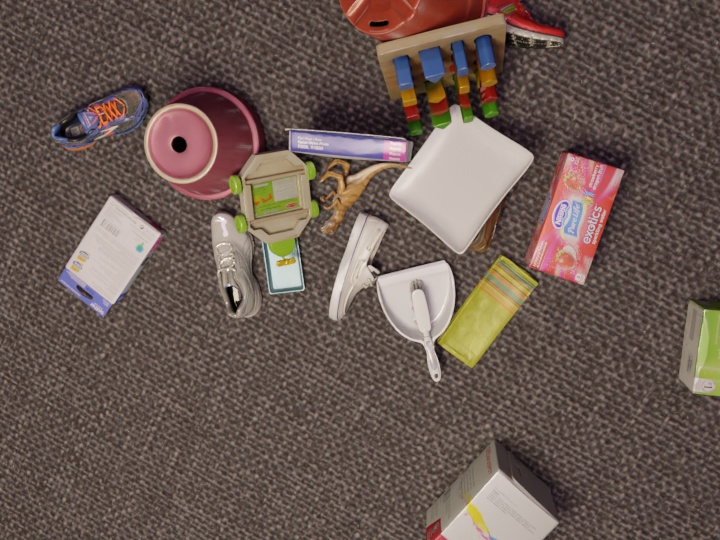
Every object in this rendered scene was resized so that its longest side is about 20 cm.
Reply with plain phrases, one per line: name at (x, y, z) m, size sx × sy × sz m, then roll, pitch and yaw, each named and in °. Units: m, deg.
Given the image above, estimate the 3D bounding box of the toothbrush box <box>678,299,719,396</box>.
toothbrush box at (0.661, 0.137, 1.287) m, size 0.197 × 0.086 × 0.148 m, roll 6°, pitch 100°, yaw 5°

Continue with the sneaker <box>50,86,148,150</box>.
sneaker at (-0.472, -0.271, 1.371) m, size 0.198 × 0.078 × 0.076 m, roll -27°, pitch 96°, yaw 11°

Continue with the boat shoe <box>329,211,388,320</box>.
boat shoe at (0.000, 0.000, 1.361) m, size 0.069 × 0.071 × 0.203 m, roll 19°, pitch 94°, yaw 7°

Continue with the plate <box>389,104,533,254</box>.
plate at (0.170, -0.155, 1.287) m, size 0.200 × 0.032 × 0.201 m, roll 42°, pitch 101°, yaw 35°

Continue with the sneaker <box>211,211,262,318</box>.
sneaker at (-0.230, -0.009, 1.378) m, size 0.073 × 0.087 × 0.203 m, roll -14°, pitch 96°, yaw 11°

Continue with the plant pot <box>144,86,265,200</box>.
plant pot at (-0.279, -0.218, 1.304) m, size 0.197 × 0.179 × 0.203 m, roll 1°, pitch 100°, yaw 6°

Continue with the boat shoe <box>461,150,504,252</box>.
boat shoe at (0.214, -0.132, 1.313) m, size 0.071 × 0.068 × 0.203 m, roll 13°, pitch 84°, yaw 40°

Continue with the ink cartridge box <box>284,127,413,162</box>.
ink cartridge box at (-0.014, -0.206, 1.261) m, size 0.193 × 0.200 × 0.044 m, roll 6°, pitch 100°, yaw 7°

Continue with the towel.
towel at (0.228, 0.075, 1.367) m, size 0.086 × 0.018 × 0.201 m, roll 36°, pitch 102°, yaw 2°

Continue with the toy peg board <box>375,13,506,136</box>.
toy peg board at (0.140, -0.300, 1.214) m, size 0.197 × 0.199 × 0.099 m, roll -13°, pitch 82°, yaw 7°

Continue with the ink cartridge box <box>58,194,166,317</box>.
ink cartridge box at (-0.470, -0.027, 1.429) m, size 0.119 × 0.042 × 0.201 m, roll 37°, pitch 99°, yaw 0°

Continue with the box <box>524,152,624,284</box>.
box at (0.358, -0.090, 1.284) m, size 0.098 × 0.095 × 0.203 m, roll 18°, pitch 101°, yaw 5°

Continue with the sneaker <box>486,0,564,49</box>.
sneaker at (0.250, -0.428, 1.258) m, size 0.198 × 0.077 × 0.086 m, roll 21°, pitch 96°, yaw 3°

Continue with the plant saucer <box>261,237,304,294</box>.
plant saucer at (-0.148, -0.060, 1.394) m, size 0.069 × 0.019 × 0.203 m, roll -6°, pitch 99°, yaw 8°

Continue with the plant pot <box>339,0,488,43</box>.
plant pot at (0.074, -0.431, 1.186) m, size 0.198 × 0.195 × 0.204 m, roll 5°, pitch 99°, yaw 28°

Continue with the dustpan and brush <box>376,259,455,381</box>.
dustpan and brush at (0.115, 0.098, 1.359) m, size 0.138 × 0.057 × 0.203 m, roll -13°, pitch 104°, yaw 1°

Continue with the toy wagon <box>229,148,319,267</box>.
toy wagon at (-0.148, -0.107, 1.332) m, size 0.153 × 0.039 × 0.203 m, roll -14°, pitch 111°, yaw -27°

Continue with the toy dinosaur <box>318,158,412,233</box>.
toy dinosaur at (-0.012, -0.155, 1.350) m, size 0.106 × 0.061 × 0.200 m, roll 39°, pitch 112°, yaw -14°

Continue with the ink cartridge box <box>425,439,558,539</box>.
ink cartridge box at (0.232, 0.440, 1.358) m, size 0.144 × 0.145 × 0.201 m, roll 39°, pitch 102°, yaw 0°
